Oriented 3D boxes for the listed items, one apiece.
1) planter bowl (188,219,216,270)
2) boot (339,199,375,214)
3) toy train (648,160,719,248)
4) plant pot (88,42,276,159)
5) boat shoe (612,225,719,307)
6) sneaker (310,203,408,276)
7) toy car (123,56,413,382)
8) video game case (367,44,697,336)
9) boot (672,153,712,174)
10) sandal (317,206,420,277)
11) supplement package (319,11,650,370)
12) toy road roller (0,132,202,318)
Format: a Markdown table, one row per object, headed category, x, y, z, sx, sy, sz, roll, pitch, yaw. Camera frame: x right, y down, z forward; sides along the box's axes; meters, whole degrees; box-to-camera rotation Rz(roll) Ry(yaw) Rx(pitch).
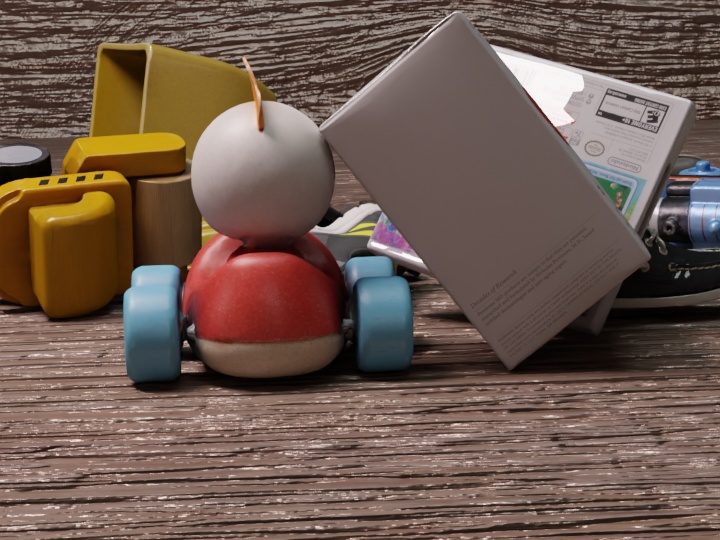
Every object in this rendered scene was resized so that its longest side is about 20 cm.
| category | x | y | z | sx | sy | sz | roll | pitch | yaw |
| --- | --- | --- | --- | --- | --- | --- | --- | --- | --- |
| planter bowl | -0.168 | -0.052 | 1.571 | 0.198 | 0.085 | 0.200 | -5 | 8 | 1 |
| boot | 0.054 | -0.047 | 1.589 | 0.197 | 0.070 | 0.174 | -3 | 9 | 5 |
| toy train | 0.352 | -0.052 | 1.528 | 0.198 | 0.088 | 0.114 | 3 | 16 | 28 |
| plant pot | -0.219 | -0.178 | 2.132 | 0.198 | 0.197 | 0.195 | 4 | 5 | -29 |
| boat shoe | 0.196 | -0.004 | 1.264 | 0.197 | 0.061 | 0.074 | -6 | 9 | 1 |
| sneaker | 0.000 | 0.000 | 1.338 | 0.084 | 0.075 | 0.199 | 26 | 22 | 30 |
| toy car | -0.063 | -0.039 | 1.108 | 0.182 | 0.203 | 0.177 | -2 | 8 | -4 |
| video game case | 0.123 | -0.066 | 1.239 | 0.198 | 0.184 | 0.024 | 20 | -10 | 31 |
| boot | 0.296 | -0.074 | 1.721 | 0.180 | 0.073 | 0.200 | -16 | 2 | -2 |
| sandal | -0.029 | -0.029 | 1.424 | 0.199 | 0.045 | 0.075 | 30 | 0 | -33 |
| supplement package | 0.082 | -0.058 | 1.115 | 0.119 | 0.201 | 0.121 | -39 | 4 | 9 |
| toy road roller | -0.213 | -0.028 | 1.365 | 0.198 | 0.124 | 0.146 | -7 | 24 | -21 |
